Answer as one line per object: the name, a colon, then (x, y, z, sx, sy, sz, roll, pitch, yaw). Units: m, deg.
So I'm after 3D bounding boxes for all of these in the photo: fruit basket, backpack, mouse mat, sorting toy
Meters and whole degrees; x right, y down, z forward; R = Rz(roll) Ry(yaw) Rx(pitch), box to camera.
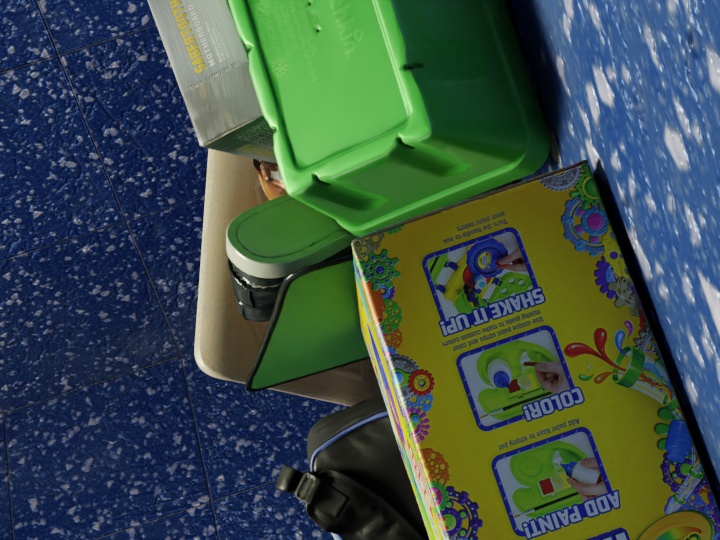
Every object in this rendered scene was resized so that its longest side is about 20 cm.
fruit basket: (0.016, -0.127, 0.764, 0.215, 0.154, 0.218, 37, -138, -44)
backpack: (0.067, 0.166, 0.962, 0.154, 0.198, 0.192, -60, -55, -84)
mouse mat: (0.017, 0.019, 0.801, 0.200, 0.159, 0.008, 119, 133, -65)
sorting toy: (-0.042, -0.002, 1.001, 0.199, 0.036, 0.188, 17, -109, -48)

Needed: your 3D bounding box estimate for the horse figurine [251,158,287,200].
horse figurine: (0.000, 0.000, 0.944, 0.132, 0.050, 0.200, 42, -176, 26)

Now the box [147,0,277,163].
box: (-0.063, -0.148, 0.859, 0.160, 0.048, 0.200, 69, -161, 8)

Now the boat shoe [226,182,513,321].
boat shoe: (0.007, -0.017, 0.823, 0.074, 0.198, 0.067, 39, 137, 33)

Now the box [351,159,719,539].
box: (0.082, 0.079, 0.698, 0.200, 0.121, 0.195, 84, 168, -76)
